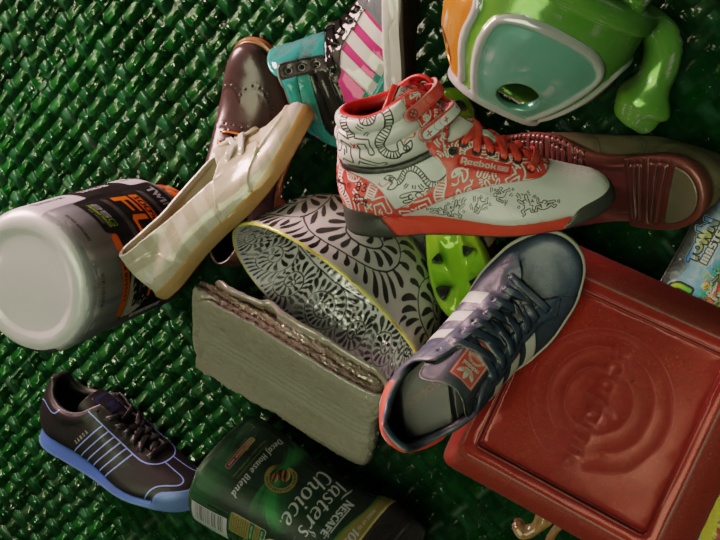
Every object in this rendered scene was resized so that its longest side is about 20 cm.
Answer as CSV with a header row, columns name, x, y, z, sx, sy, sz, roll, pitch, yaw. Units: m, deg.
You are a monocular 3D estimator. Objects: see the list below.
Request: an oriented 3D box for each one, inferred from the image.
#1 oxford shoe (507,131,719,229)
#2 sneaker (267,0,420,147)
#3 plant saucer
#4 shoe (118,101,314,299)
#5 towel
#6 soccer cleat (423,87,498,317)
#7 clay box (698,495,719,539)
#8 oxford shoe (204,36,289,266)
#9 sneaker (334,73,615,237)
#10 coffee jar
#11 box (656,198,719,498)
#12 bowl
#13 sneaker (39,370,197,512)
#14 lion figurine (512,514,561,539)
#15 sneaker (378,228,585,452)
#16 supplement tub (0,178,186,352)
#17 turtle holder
name,x,y,z,sx,sy,sz,roll,pitch,yaw
oxford shoe,0.188,-0.073,0.894,0.200,0.075,0.071,17,119,41
sneaker,-0.015,-0.191,0.947,0.120,0.084,0.201,5,106,13
plant saucer,0.178,0.098,0.857,0.200,0.037,0.200,26,94,24
shoe,-0.115,-0.063,0.929,0.053,0.070,0.200,40,101,-16
towel,-0.065,0.090,1.035,0.200,0.035,0.133,30,146,14
soccer cleat,0.078,-0.049,0.935,0.067,0.081,0.201,-11,69,17
clay box,0.255,0.137,0.924,0.114,0.048,0.201,3,104,24
oxford shoe,-0.100,-0.100,1.009,0.071,0.073,0.201,7,106,23
sneaker,0.078,-0.084,0.832,0.200,0.067,0.108,-2,117,14
coffee jar,-0.046,0.220,1.031,0.200,0.104,0.086,28,139,20
box,0.262,0.054,0.865,0.110,0.035,0.201,30,95,24
bowl,0.000,0.000,0.960,0.200,0.201,0.094,37,71,12
sneaker,-0.234,0.166,1.139,0.199,0.070,0.078,20,117,19
lion figurine,0.153,0.120,0.942,0.122,0.072,0.201,-31,81,23
sneaker,0.086,0.057,0.829,0.075,0.085,0.200,39,103,3
supplement tub,-0.226,-0.012,1.017,0.122,0.200,0.123,7,107,23
turtle holder,0.143,-0.178,0.859,0.141,0.185,0.132,52,122,42
